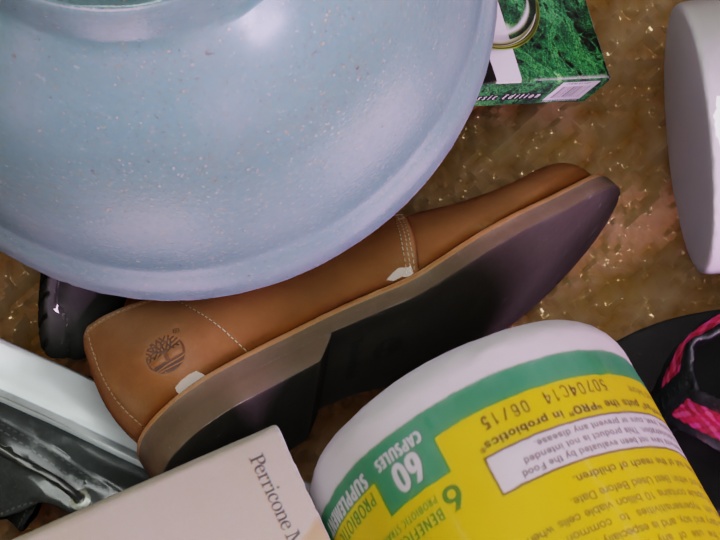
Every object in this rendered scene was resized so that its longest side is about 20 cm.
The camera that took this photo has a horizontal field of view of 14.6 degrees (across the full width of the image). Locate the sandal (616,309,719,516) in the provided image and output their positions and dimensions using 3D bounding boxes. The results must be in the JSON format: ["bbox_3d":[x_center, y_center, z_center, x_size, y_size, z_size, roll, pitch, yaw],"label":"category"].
[{"bbox_3d":[0.146,0.035,0.901,0.199,0.045,0.076,-11,60,21],"label":"sandal"}]

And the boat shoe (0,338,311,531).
[{"bbox_3d":[-0.107,0.060,0.929,0.199,0.069,0.057,24,83,-1],"label":"boat shoe"}]

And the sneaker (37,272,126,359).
[{"bbox_3d":[-0.047,-0.058,0.928,0.088,0.074,0.201,20,78,-4],"label":"sneaker"}]

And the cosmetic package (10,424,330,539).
[{"bbox_3d":[-0.094,0.136,0.837,0.199,0.071,0.106,-25,74,-11],"label":"cosmetic package"}]

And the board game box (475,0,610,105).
[{"bbox_3d":[0.010,-0.148,0.944,0.104,0.023,0.201,-5,70,-34],"label":"board game box"}]

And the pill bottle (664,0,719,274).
[{"bbox_3d":[0.205,-0.054,0.928,0.199,0.120,0.120,-5,83,-3],"label":"pill bottle"}]

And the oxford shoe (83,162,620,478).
[{"bbox_3d":[0.000,0.000,0.921,0.199,0.072,0.071,-24,61,-30],"label":"oxford shoe"}]

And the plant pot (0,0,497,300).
[{"bbox_3d":[-0.061,-0.106,0.828,0.199,0.134,0.202,-1,73,4],"label":"plant pot"}]

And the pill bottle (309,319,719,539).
[{"bbox_3d":[0.073,0.125,0.836,0.112,0.113,0.201,-25,65,-5],"label":"pill bottle"}]
